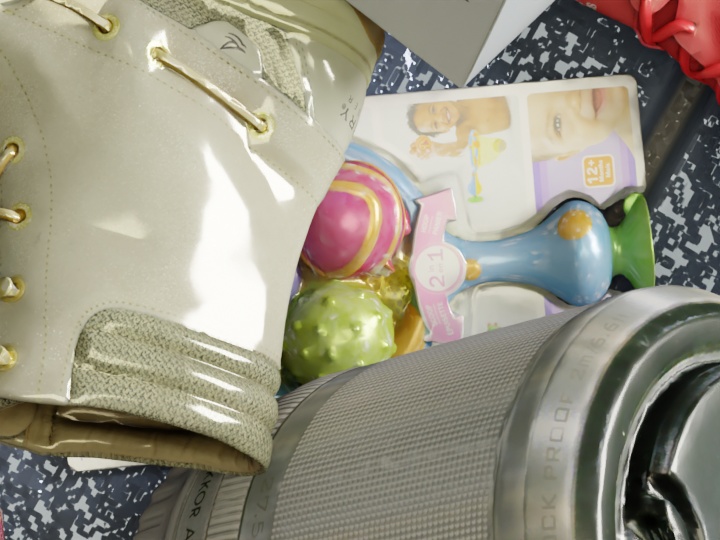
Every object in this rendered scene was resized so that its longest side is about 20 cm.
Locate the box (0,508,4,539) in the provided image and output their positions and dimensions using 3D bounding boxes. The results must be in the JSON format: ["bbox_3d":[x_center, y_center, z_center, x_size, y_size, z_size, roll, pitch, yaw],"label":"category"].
[{"bbox_3d":[-0.154,0.178,0.916,0.094,0.103,0.201,-2,92,-7],"label":"box"}]

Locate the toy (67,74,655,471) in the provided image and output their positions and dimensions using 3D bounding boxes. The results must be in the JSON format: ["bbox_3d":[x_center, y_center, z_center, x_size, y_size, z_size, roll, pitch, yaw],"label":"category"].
[{"bbox_3d":[0.000,0.000,0.959,0.200,0.047,0.115,-5,90,-7],"label":"toy"}]

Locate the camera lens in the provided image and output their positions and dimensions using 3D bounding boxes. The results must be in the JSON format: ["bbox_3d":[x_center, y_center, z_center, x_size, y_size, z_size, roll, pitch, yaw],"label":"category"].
[{"bbox_3d":[0.047,0.098,0.868,0.160,0.200,0.160,16,67,-42],"label":"camera lens"}]

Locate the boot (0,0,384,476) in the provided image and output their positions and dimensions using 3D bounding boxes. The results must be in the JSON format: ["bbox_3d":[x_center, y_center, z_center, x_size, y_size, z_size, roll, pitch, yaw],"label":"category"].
[{"bbox_3d":[-0.105,-0.030,0.858,0.200,0.072,0.155,15,73,-4],"label":"boot"}]

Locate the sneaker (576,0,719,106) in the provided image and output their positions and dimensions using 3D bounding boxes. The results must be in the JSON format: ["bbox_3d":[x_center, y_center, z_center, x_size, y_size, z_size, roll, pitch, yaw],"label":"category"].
[{"bbox_3d":[0.114,-0.071,0.968,0.115,0.078,0.200,-7,80,2],"label":"sneaker"}]

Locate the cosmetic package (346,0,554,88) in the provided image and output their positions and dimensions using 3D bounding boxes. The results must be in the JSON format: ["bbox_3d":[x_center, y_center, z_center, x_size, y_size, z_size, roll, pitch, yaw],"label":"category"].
[{"bbox_3d":[0.001,-0.165,0.893,0.200,0.052,0.151,39,49,10],"label":"cosmetic package"}]
